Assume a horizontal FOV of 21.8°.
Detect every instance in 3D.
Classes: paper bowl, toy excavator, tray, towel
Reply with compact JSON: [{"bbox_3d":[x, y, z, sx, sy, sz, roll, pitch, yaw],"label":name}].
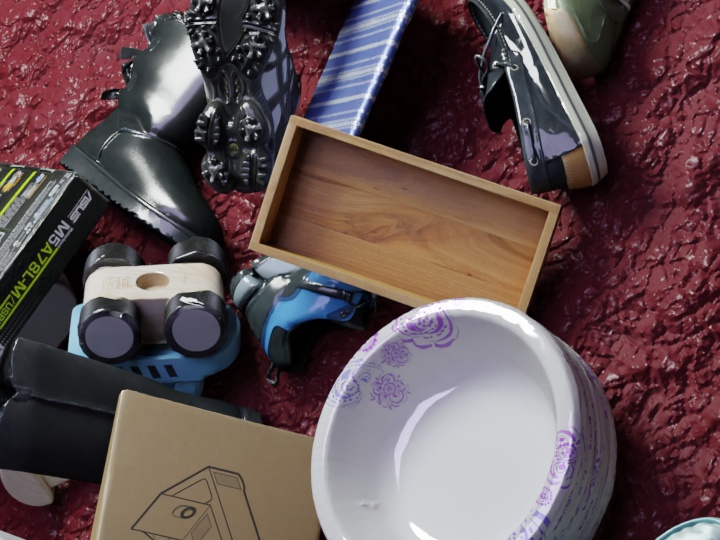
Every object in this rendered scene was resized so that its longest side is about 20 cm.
[{"bbox_3d":[0.074,0.127,1.231,0.199,0.104,0.202,-14,63,29],"label":"paper bowl"},{"bbox_3d":[-0.186,0.089,1.428,0.193,0.202,0.100,-3,31,-4],"label":"toy excavator"},{"bbox_3d":[0.032,-0.030,1.305,0.198,0.037,0.099,19,95,9],"label":"tray"},{"bbox_3d":[-0.005,-0.137,1.413,0.201,0.024,0.145,-67,17,-8],"label":"towel"}]

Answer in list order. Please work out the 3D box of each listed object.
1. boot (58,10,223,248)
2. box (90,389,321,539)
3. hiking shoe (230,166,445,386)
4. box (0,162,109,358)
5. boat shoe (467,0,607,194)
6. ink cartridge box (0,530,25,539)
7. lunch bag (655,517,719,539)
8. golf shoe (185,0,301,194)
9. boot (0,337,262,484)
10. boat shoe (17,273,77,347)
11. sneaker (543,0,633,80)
[{"bbox_3d":[-0.142,-0.110,1.510,0.198,0.073,0.163,34,84,37],"label":"boot"},{"bbox_3d":[-0.110,0.199,1.298,0.021,0.162,0.202,150,133,-62],"label":"box"},{"bbox_3d":[0.000,0.000,1.371,0.199,0.074,0.087,-35,68,23],"label":"hiking shoe"},{"bbox_3d":[-0.308,0.005,1.519,0.201,0.047,0.193,-56,26,-14],"label":"box"},{"bbox_3d":[0.112,-0.133,1.336,0.062,0.075,0.201,-23,55,0],"label":"boat shoe"},{"bbox_3d":[-0.261,0.301,1.353,0.084,0.146,0.201,20,82,37],"label":"ink cartridge box"},{"bbox_3d":[0.182,0.254,1.119,0.200,0.077,0.161,-39,53,13],"label":"lunch bag"},{"bbox_3d":[-0.086,-0.162,1.438,0.077,0.094,0.202,10,104,16],"label":"golf shoe"},{"bbox_3d":[-0.173,0.147,1.324,0.066,0.199,0.166,-33,45,46],"label":"boot"},{"bbox_3d":[-0.309,0.076,1.546,0.200,0.071,0.070,-51,24,9],"label":"boat shoe"},{"bbox_3d":[0.183,-0.239,1.346,0.089,0.067,0.202,-16,58,33],"label":"sneaker"}]
